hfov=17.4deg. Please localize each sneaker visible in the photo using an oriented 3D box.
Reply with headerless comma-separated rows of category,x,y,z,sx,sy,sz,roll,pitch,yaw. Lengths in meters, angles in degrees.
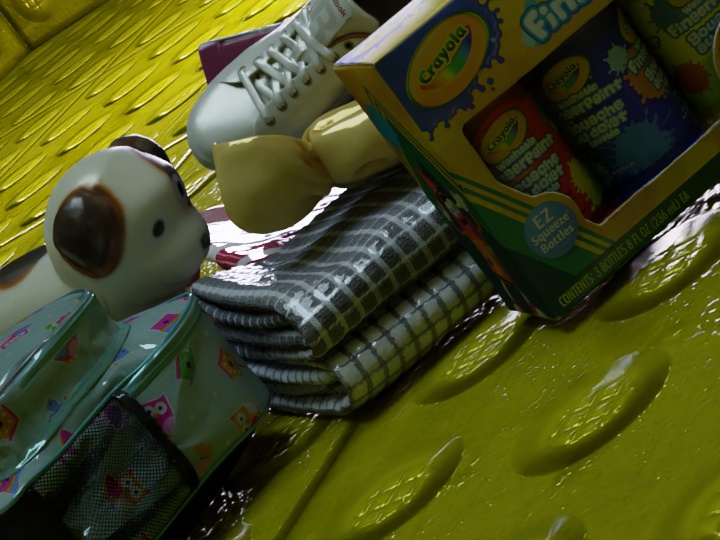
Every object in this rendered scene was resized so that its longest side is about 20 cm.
sneaker,-0.027,-0.136,1.397,0.200,0.073,0.085,-34,-23,4

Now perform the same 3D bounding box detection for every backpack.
backpack,-0.155,0.097,1.332,0.200,0.154,0.176,-39,7,-33

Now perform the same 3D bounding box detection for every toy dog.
toy dog,-0.166,0.008,1.490,0.140,0.194,0.200,-42,-11,-51

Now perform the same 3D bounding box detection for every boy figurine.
boy figurine,0.006,-0.086,1.358,0.199,0.065,0.124,-28,6,-8

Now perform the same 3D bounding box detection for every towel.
towel,0.000,0.000,1.380,0.165,0.086,0.200,-41,15,-18
towel,-0.040,-0.035,1.603,0.143,0.023,0.200,-19,13,-14

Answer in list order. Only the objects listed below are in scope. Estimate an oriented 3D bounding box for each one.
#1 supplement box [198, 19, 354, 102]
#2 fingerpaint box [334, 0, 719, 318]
supplement box,-0.026,-0.110,1.548,0.130,0.104,0.200,-15,0,2
fingerpaint box,0.117,-0.103,1.225,0.200,0.167,0.073,-40,14,-11
